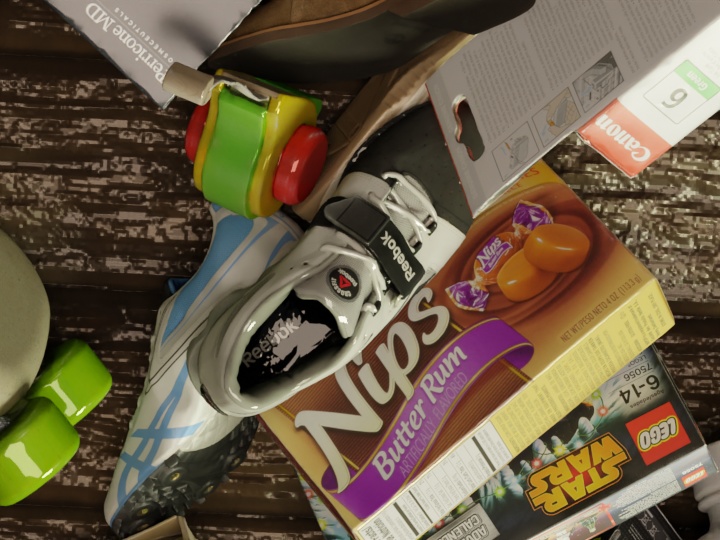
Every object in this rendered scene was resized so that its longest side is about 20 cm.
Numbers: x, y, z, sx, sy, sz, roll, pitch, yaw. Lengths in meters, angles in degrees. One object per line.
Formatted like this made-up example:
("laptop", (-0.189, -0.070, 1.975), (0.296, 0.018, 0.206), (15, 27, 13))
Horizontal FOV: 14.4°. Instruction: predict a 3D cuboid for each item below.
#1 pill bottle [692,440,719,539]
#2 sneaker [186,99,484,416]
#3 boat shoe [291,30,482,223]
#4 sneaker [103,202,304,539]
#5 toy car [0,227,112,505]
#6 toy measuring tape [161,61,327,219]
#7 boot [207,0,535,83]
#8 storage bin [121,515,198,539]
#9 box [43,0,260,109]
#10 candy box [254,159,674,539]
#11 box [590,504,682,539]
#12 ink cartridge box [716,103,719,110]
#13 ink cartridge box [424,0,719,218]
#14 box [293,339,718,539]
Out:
("pill bottle", (0.232, 0.187, 1.500), (0.110, 0.111, 0.201), (-11, 75, -1))
("sneaker", (0.000, 0.000, 1.409), (0.074, 0.088, 0.200), (42, 88, -12))
("boat shoe", (0.048, -0.091, 1.472), (0.065, 0.072, 0.200), (38, 97, -22))
("sneaker", (-0.086, 0.052, 1.505), (0.072, 0.072, 0.201), (39, 112, 30))
("toy car", (-0.258, 0.063, 1.456), (0.199, 0.158, 0.165), (-34, 102, 17))
("toy measuring tape", (-0.063, -0.062, 1.407), (0.073, 0.200, 0.074), (0, 90, 15))
("boot", (0.003, -0.145, 1.431), (0.199, 0.073, 0.076), (-17, 72, 38))
("storage bin", (-0.140, 0.258, 1.483), (0.199, 0.199, 0.094), (-25, 139, 3))
("box", (-0.109, -0.219, 1.409), (0.200, 0.104, 0.182), (43, 97, -12))
("candy box", (0.047, 0.042, 1.463), (0.200, 0.117, 0.057), (-38, 148, -4))
("box", (0.160, 0.242, 1.518), (0.044, 0.160, 0.200), (-24, 109, 43))
("ink cartridge box", (0.260, -0.098, 1.428), (0.129, 0.125, 0.200), (-49, 129, 9))
("ink cartridge box", (0.129, -0.109, 1.372), (0.200, 0.109, 0.050), (-40, 130, 21))
("box", (0.068, 0.090, 1.488), (0.199, 0.040, 0.137), (-28, 59, 3))
